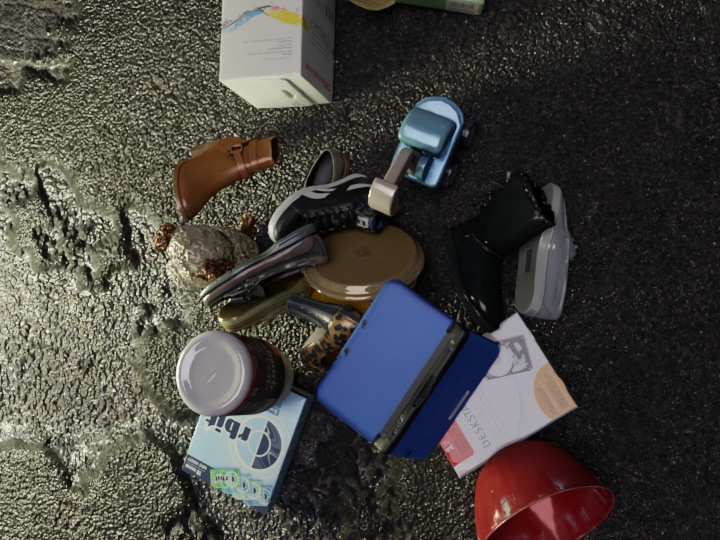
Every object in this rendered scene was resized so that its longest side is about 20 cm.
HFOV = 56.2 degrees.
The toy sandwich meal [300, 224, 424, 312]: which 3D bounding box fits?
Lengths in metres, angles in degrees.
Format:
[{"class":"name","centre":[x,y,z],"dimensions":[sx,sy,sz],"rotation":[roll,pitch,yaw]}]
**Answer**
[{"class":"toy sandwich meal","centre":[0.000,0.000,1.020],"dimensions":[0.201,0.206,0.071],"rotation":[6,128,17]}]

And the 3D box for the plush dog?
[{"class":"plush dog","centre":[-0.236,-0.023,1.085],"dimensions":[0.198,0.171,0.163],"rotation":[27,94,17]}]

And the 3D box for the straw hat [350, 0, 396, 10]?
[{"class":"straw hat","centre":[-0.005,-0.515,1.083],"dimensions":[0.085,0.198,0.205],"rotation":[8,89,58]}]

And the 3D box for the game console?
[{"class":"game console","centre":[0.068,0.141,0.931],"dimensions":[0.118,0.170,0.202],"rotation":[40,99,40]}]

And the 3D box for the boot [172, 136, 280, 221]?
[{"class":"boot","centre":[-0.212,-0.161,1.092],"dimensions":[0.152,0.074,0.202],"rotation":[-6,43,9]}]

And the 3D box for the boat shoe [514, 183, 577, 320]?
[{"class":"boat shoe","centre":[0.277,-0.025,0.985],"dimensions":[0.070,0.070,0.204],"rotation":[18,74,-17]}]

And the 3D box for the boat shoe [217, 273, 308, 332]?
[{"class":"boat shoe","centre":[-0.140,0.059,1.036],"dimensions":[0.072,0.200,0.064],"rotation":[-2,105,26]}]

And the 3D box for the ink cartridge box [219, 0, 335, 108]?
[{"class":"ink cartridge box","centre":[-0.130,-0.383,1.086],"dimensions":[0.142,0.147,0.204],"rotation":[1,87,17]}]

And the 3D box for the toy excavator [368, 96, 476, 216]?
[{"class":"toy excavator","centre":[0.080,-0.169,0.982],"dimensions":[0.099,0.200,0.197],"rotation":[24,94,17]}]

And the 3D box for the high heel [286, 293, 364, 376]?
[{"class":"high heel","centre":[-0.023,0.120,1.002],"dimensions":[0.141,0.201,0.072],"rotation":[15,56,33]}]

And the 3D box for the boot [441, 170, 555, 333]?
[{"class":"boot","centre":[0.205,-0.033,0.960],"dimensions":[0.162,0.073,0.200],"rotation":[-38,44,28]}]

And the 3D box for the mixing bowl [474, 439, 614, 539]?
[{"class":"mixing bowl","centre":[0.235,0.309,0.933],"dimensions":[0.199,0.200,0.109],"rotation":[-34,45,12]}]

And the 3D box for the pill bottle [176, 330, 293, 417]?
[{"class":"pill bottle","centre":[-0.177,0.155,0.999],"dimensions":[0.114,0.200,0.118],"rotation":[-3,79,14]}]

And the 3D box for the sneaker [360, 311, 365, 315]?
[{"class":"sneaker","centre":[0.048,0.087,1.014],"dimensions":[0.080,0.077,0.203],"rotation":[-22,56,12]}]

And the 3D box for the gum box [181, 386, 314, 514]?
[{"class":"gum box","centre":[-0.188,0.270,1.121],"dimensions":[0.168,0.044,0.203],"rotation":[21,92,17]}]

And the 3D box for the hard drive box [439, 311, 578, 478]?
[{"class":"hard drive box","centre":[0.193,0.181,0.993],"dimensions":[0.199,0.077,0.157],"rotation":[-36,77,13]}]

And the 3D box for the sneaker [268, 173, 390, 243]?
[{"class":"sneaker","centre":[-0.033,-0.083,1.014],"dimensions":[0.111,0.198,0.074],"rotation":[32,141,41]}]

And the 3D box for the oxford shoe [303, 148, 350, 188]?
[{"class":"oxford shoe","centre":[-0.079,-0.103,1.092],"dimensions":[0.069,0.075,0.203],"rotation":[17,92,17]}]

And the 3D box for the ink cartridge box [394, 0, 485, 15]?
[{"class":"ink cartridge box","centre":[0.138,-0.516,1.051],"dimensions":[0.143,0.048,0.204],"rotation":[10,89,6]}]

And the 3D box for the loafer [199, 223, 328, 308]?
[{"class":"loafer","centre":[-0.137,0.008,0.964],"dimensions":[0.198,0.072,0.064],"rotation":[-32,91,6]}]
